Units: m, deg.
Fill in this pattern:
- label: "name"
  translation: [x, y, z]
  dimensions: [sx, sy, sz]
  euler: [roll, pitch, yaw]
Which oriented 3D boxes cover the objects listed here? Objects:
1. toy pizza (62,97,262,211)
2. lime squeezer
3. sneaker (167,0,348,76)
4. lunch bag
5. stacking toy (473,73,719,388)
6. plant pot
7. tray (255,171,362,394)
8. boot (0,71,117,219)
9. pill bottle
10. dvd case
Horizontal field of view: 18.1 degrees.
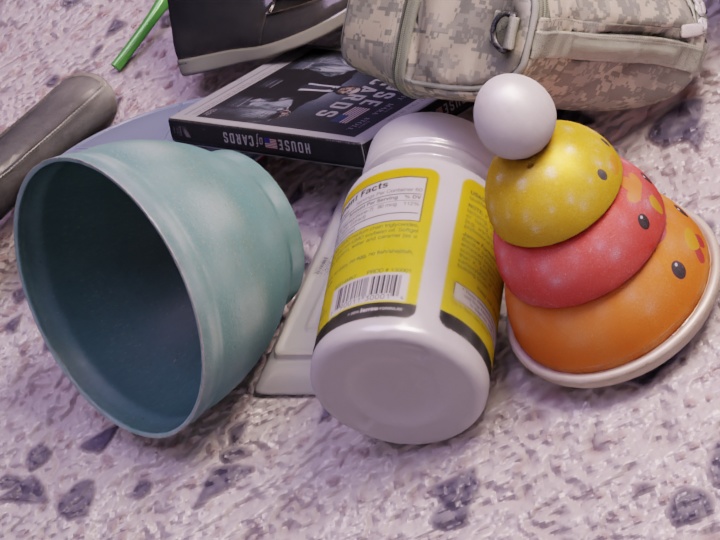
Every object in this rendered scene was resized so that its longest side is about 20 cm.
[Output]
- label: "toy pizza"
  translation: [-0.148, -0.079, 1.708]
  dimensions: [0.198, 0.032, 0.201]
  euler: [-14, 23, 6]
- label: "lime squeezer"
  translation: [-0.161, -0.256, 1.924]
  dimensions: [0.070, 0.038, 0.201]
  euler: [-8, 47, 29]
- label: "sneaker"
  translation: [-0.079, -0.221, 1.748]
  dimensions: [0.199, 0.107, 0.075]
  euler: [-12, 13, 35]
- label: "lunch bag"
  translation: [0.115, -0.171, 1.501]
  dimensions: [0.167, 0.199, 0.140]
  euler: [31, 112, 40]
- label: "stacking toy"
  translation: [0.122, -0.039, 1.370]
  dimensions: [0.145, 0.200, 0.147]
  euler: [-20, 42, 18]
- label: "plant pot"
  translation: [-0.123, -0.005, 1.543]
  dimensions: [0.134, 0.202, 0.199]
  euler: [-27, 29, -37]
- label: "tray"
  translation: [0.000, 0.000, 1.562]
  dimensions: [0.107, 0.022, 0.201]
  euler: [-3, 49, 35]
- label: "boot"
  translation: [-0.298, -0.069, 1.805]
  dimensions: [0.181, 0.073, 0.200]
  euler: [-15, 33, 51]
- label: "pill bottle"
  translation: [0.037, 0.001, 1.460]
  dimensions: [0.113, 0.115, 0.201]
  euler: [-12, 44, 26]
- label: "dvd case"
  translation: [-0.021, -0.122, 1.653]
  dimensions: [0.199, 0.025, 0.150]
  euler: [10, 32, 42]
